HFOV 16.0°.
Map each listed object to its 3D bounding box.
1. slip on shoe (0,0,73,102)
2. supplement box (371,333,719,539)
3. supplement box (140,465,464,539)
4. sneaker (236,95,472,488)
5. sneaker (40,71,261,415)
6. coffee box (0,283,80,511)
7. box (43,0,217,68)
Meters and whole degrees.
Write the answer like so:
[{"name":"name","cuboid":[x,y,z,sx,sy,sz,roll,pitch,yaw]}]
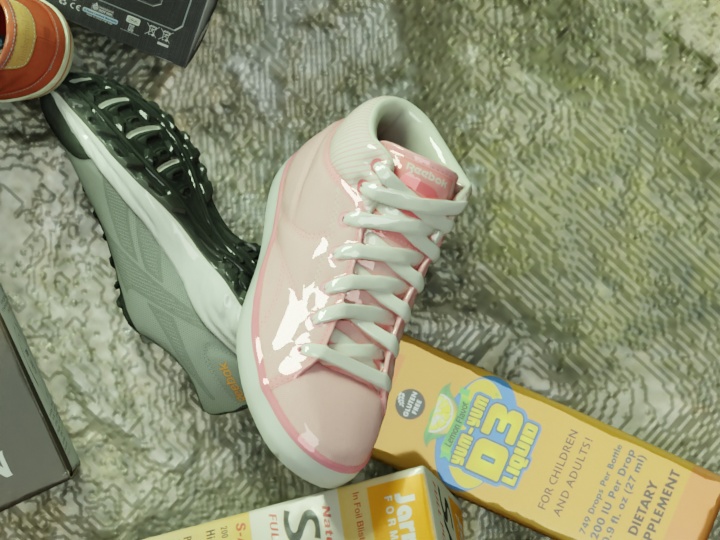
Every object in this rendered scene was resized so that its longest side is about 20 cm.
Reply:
[{"name":"slip on shoe","cuboid":[-0.244,-0.116,1.277,0.199,0.061,0.075,3,84,16]},{"name":"supplement box","cuboid":[0.082,0.095,1.303,0.199,0.069,0.067,23,87,0]},{"name":"supplement box","cuboid":[-0.042,0.185,1.252,0.199,0.074,0.127,-16,65,12]},{"name":"sneaker","cuboid":[0.000,0.000,1.233,0.075,0.105,0.201,27,46,-27]},{"name":"sneaker","cuboid":[-0.105,-0.014,1.294,0.079,0.074,0.201,-38,84,27]},{"name":"coffee box","cuboid":[-0.232,0.033,1.283,0.112,0.080,0.201,-25,91,-2]},{"name":"box","cuboid":[-0.151,-0.206,1.256,0.199,0.048,0.159,21,130,-2]}]
